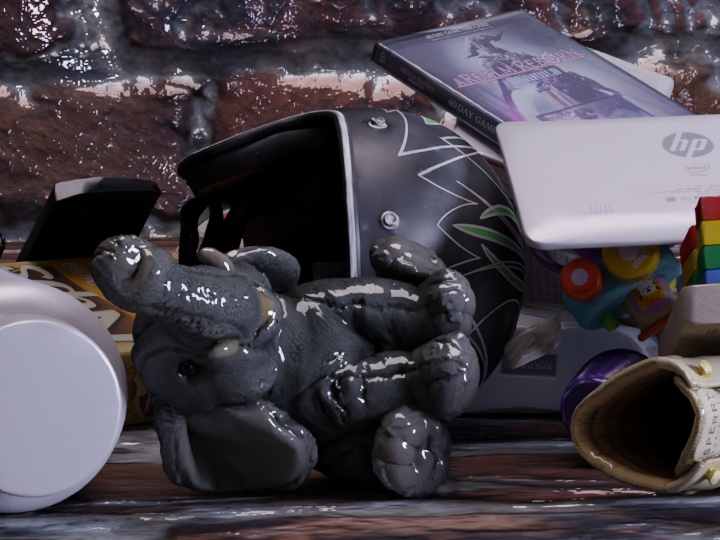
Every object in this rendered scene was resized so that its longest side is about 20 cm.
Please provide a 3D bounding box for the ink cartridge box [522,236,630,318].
[{"bbox_3d":[0.099,0.007,1.867,0.199,0.118,0.067,-2,3,-30],"label":"ink cartridge box"}]

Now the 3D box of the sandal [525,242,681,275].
[{"bbox_3d":[0.126,-0.010,1.643,0.082,0.050,0.203,27,-2,22],"label":"sandal"}]

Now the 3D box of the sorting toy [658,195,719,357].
[{"bbox_3d":[0.247,0.002,1.414,0.198,0.070,0.200,-3,-10,2],"label":"sorting toy"}]

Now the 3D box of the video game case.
[{"bbox_3d":[0.123,-0.097,1.751,0.200,0.019,0.143,36,34,31],"label":"video game case"}]

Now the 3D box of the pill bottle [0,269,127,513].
[{"bbox_3d":[-0.176,0.058,1.418,0.112,0.113,0.200,-3,5,-16],"label":"pill bottle"}]

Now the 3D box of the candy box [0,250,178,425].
[{"bbox_3d":[-0.157,0.042,1.746,0.199,0.055,0.115,-4,31,-35],"label":"candy box"}]

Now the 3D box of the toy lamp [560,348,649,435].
[{"bbox_3d":[0.161,0.065,1.573,0.058,0.058,0.200,0,4,25],"label":"toy lamp"}]

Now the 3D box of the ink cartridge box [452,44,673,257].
[{"bbox_3d":[0.117,-0.073,1.796,0.117,0.068,0.200,21,29,6],"label":"ink cartridge box"}]

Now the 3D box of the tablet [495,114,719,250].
[{"bbox_3d":[0.178,-0.051,1.551,0.199,0.014,0.130,-2,32,-5],"label":"tablet"}]

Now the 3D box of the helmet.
[{"bbox_3d":[0.000,0.000,1.633,0.190,0.201,0.200,-9,1,24],"label":"helmet"}]

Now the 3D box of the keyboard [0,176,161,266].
[{"bbox_3d":[-0.205,0.005,1.811,0.104,0.040,0.200,-2,-41,-36],"label":"keyboard"}]

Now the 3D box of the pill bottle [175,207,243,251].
[{"bbox_3d":[-0.066,0.014,1.960,0.116,0.117,0.200,-3,5,-15],"label":"pill bottle"}]

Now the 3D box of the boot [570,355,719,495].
[{"bbox_3d":[0.213,0.067,1.350,0.155,0.073,0.200,0,-2,-43],"label":"boot"}]

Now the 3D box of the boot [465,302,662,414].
[{"bbox_3d":[0.101,0.054,1.744,0.199,0.074,0.095,10,3,27],"label":"boot"}]

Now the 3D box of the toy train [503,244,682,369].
[{"bbox_3d":[0.181,0.012,1.606,0.200,0.056,0.150,-22,-24,-32],"label":"toy train"}]

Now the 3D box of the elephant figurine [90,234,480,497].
[{"bbox_3d":[-0.054,0.039,1.410,0.199,0.156,0.142,6,24,-18],"label":"elephant figurine"}]
